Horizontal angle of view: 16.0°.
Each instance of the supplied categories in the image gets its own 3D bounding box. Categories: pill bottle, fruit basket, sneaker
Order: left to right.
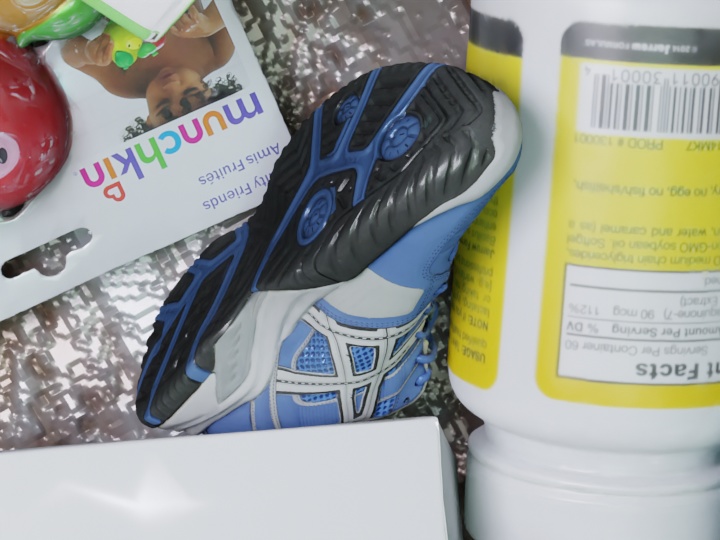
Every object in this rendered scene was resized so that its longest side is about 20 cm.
[{"bbox_3d":[-0.137,-0.077,0.860,0.185,0.094,0.200,-23,106,0],"label":"fruit basket"},{"bbox_3d":[0.000,0.000,0.872,0.077,0.076,0.200,24,140,-21],"label":"sneaker"},{"bbox_3d":[0.088,-0.004,0.884,0.114,0.114,0.200,3,102,-6],"label":"pill bottle"}]

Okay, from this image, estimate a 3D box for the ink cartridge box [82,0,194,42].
[{"bbox_3d":[-0.071,-0.194,0.789,0.145,0.084,0.200,33,53,-12],"label":"ink cartridge box"}]

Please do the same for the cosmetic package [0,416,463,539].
[{"bbox_3d":[-0.067,0.087,0.885,0.200,0.083,0.051,-5,78,5],"label":"cosmetic package"}]
